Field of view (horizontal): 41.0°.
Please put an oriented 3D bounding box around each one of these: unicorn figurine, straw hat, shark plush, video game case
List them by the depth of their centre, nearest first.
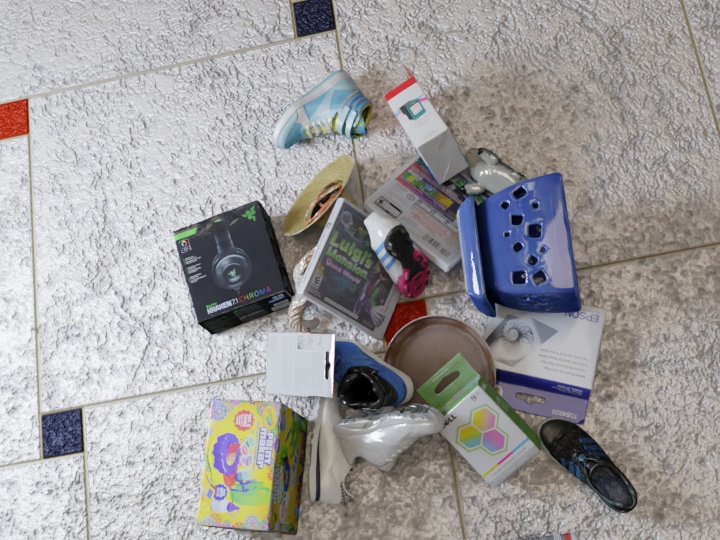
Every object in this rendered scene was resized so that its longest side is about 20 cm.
[{"bbox_3d":[0.000,0.000,1.681,0.023,0.200,0.183,7,70,52],"label":"video game case"},{"bbox_3d":[-0.086,0.030,1.716,0.074,0.201,0.138,20,54,29],"label":"unicorn figurine"},{"bbox_3d":[0.276,-0.170,1.734,0.199,0.083,0.091,17,114,16],"label":"shark plush"},{"bbox_3d":[0.137,-0.113,1.738,0.200,0.023,0.182,39,63,18],"label":"video game case"},{"bbox_3d":[-0.049,-0.111,1.754,0.085,0.201,0.201,39,81,-20],"label":"straw hat"}]

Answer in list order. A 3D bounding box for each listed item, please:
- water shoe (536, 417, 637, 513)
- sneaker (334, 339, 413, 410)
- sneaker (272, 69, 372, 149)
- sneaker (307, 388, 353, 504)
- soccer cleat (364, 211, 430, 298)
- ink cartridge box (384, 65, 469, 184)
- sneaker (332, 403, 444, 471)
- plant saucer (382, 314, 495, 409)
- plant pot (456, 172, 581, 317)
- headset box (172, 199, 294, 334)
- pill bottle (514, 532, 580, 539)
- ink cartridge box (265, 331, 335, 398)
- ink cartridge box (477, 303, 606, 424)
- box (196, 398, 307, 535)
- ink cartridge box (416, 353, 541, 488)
[{"bbox_3d":[0.373,0.309,1.570,0.200,0.079,0.072,41,83,18],"label":"water shoe"},{"bbox_3d":[-0.017,0.176,1.639,0.199,0.111,0.077,28,108,31],"label":"sneaker"},{"bbox_3d":[-0.063,-0.277,1.823,0.200,0.080,0.131,-43,70,-4],"label":"sneaker"},{"bbox_3d":[-0.047,0.298,1.658,0.080,0.076,0.201,3,77,-3],"label":"sneaker"},{"bbox_3d":[0.063,-0.031,1.676,0.070,0.200,0.086,-42,53,-13],"label":"soccer cleat"},{"bbox_3d":[0.112,-0.266,1.746,0.067,0.116,0.200,-32,50,6],"label":"ink cartridge box"},{"bbox_3d":[0.055,0.278,1.589,0.199,0.078,0.100,-13,93,31],"label":"sneaker"},{"bbox_3d":[0.136,0.176,1.651,0.199,0.032,0.202,0,91,19],"label":"plant saucer"},{"bbox_3d":[0.261,-0.029,1.591,0.179,0.200,0.201,-9,75,12],"label":"plant pot"},{"bbox_3d":[-0.231,-0.011,1.764,0.173,0.093,0.201,-19,70,3],"label":"headset box"},{"bbox_3d":[0.254,0.483,1.518,0.199,0.116,0.117,-9,72,7],"label":"pill bottle"},{"bbox_3d":[-0.088,0.160,1.640,0.199,0.050,0.110,-4,82,51],"label":"ink cartridge box"},{"bbox_3d":[0.306,0.144,1.652,0.198,0.041,0.201,10,75,13],"label":"ink cartridge box"},{"bbox_3d":[-0.173,0.328,1.598,0.121,0.193,0.201,2,73,10],"label":"box"},{"bbox_3d":[0.192,0.247,1.585,0.104,0.059,0.200,-43,89,16],"label":"ink cartridge box"}]
